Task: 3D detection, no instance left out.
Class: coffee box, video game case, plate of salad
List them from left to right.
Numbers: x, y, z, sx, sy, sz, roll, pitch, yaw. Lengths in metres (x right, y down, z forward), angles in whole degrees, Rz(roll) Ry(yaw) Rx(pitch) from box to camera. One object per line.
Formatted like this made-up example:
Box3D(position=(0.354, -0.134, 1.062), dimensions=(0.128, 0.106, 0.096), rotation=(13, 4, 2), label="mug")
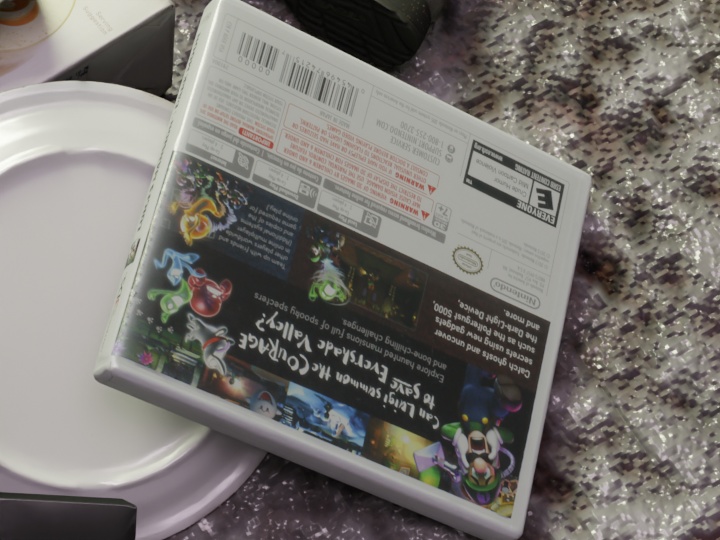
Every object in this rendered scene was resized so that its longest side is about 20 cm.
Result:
Box3D(position=(-0.188, -0.144, 0.910), dimensions=(0.114, 0.080, 0.200), rotation=(-33, 74, -19), label="coffee box")
Box3D(position=(-0.120, 0.020, 0.851), dimensions=(0.199, 0.048, 0.201), rotation=(1, 88, -20), label="plate of salad")
Box3D(position=(0.000, 0.000, 0.861), dimensions=(0.200, 0.023, 0.182), rotation=(25, 63, -21), label="video game case")

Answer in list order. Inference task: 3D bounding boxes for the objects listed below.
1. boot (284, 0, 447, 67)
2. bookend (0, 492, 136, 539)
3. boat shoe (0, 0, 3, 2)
Box3D(position=(-0.026, -0.194, 0.968), dimensions=(0.200, 0.068, 0.131), rotation=(32, 61, 0), label="boot")
Box3D(position=(-0.170, 0.083, 0.763), dimensions=(0.198, 0.092, 0.201), rotation=(4, 85, -10), label="bookend")
Box3D(position=(-0.212, -0.189, 0.844), dimensions=(0.069, 0.071, 0.200), rotation=(-31, 74, -19), label="boat shoe")
